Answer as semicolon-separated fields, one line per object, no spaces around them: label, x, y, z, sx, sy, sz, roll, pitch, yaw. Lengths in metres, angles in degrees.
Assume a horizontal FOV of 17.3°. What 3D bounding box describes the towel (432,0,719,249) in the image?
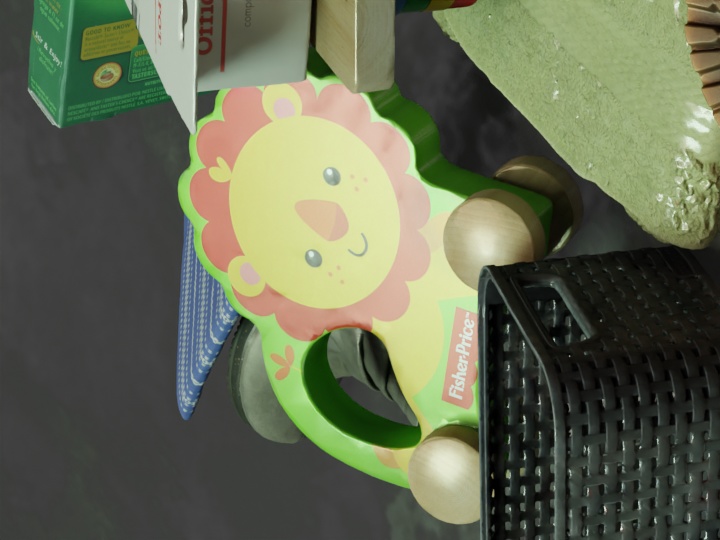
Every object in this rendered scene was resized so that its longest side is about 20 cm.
towel;0.103;-0.117;1.013;0.200;0.036;0.149;48;140;37

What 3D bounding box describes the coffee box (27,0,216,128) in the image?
coffee box;-0.106;-0.175;1.231;0.044;0.123;0.200;50;144;36

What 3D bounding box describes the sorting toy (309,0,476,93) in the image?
sorting toy;0.001;-0.208;1.053;0.200;0.069;0.199;-125;32;-58

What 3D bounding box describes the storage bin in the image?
storage bin;0.110;0.103;1.017;0.135;0.093;0.201;-114;21;-64

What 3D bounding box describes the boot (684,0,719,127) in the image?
boot;0.187;-0.026;0.873;0.075;0.107;0.201;-15;89;27

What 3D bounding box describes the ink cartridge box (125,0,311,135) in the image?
ink cartridge box;-0.067;-0.158;1.064;0.200;0.068;0.116;-117;25;-52

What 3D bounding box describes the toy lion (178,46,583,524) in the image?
toy lion;0.000;0.000;1.122;0.191;0.069;0.201;18;119;21

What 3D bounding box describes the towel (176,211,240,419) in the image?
towel;-0.064;-0.029;1.272;0.200;0.024;0.145;119;157;-52

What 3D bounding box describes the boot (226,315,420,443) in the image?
boot;0.001;0.047;1.229;0.131;0.068;0.200;46;138;31
